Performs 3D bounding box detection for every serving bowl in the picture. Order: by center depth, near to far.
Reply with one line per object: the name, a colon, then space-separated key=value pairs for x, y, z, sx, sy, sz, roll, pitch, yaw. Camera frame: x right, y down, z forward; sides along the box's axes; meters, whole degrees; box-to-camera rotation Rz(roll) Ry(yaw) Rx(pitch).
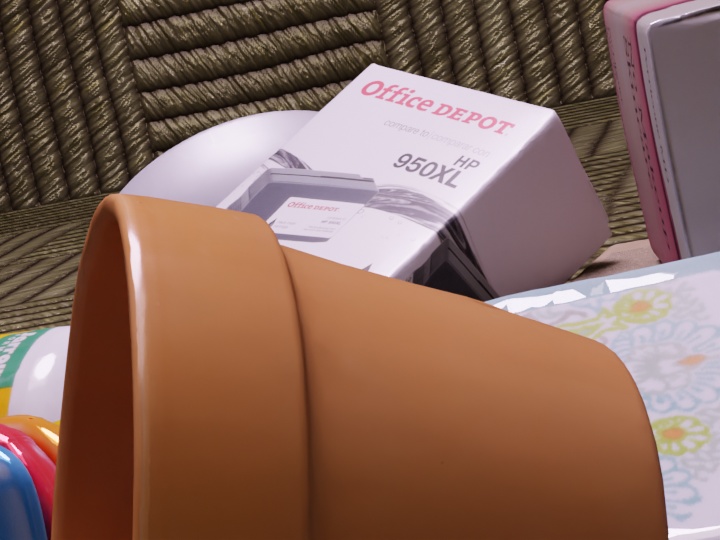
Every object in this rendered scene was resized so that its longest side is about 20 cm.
serving bowl: x=-0.047 y=0.012 z=1.269 sx=0.200 sy=0.200 sz=0.066 roll=-14 pitch=44 yaw=-15

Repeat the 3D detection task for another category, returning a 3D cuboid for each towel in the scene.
towel: x=0.125 y=0.060 z=0.854 sx=0.200 sy=0.048 sz=0.171 roll=-12 pitch=35 yaw=3

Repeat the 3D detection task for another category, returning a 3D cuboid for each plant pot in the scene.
plant pot: x=-0.005 y=0.083 z=0.622 sx=0.140 sy=0.201 sz=0.200 roll=3 pitch=5 yaw=-12

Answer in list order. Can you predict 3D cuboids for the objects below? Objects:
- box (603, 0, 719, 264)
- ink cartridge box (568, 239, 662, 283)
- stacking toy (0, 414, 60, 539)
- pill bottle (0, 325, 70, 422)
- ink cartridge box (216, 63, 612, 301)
box: x=0.176 y=-0.063 z=1.016 sx=0.109 sy=0.128 sz=0.200 roll=-12 pitch=8 yaw=3
ink cartridge box: x=0.203 y=0.021 z=1.116 sx=0.200 sy=0.075 sz=0.165 roll=-10 pitch=7 yaw=20
stacking toy: x=-0.092 y=0.095 z=0.919 sx=0.116 sy=0.110 sz=0.200 roll=-4 pitch=9 yaw=45
pill bottle: x=-0.156 y=0.085 z=1.053 sx=0.200 sy=0.113 sz=0.113 roll=-7 pitch=9 yaw=26
ink cartridge box: x=0.000 y=0.000 z=1.138 sx=0.200 sy=0.084 sz=0.144 roll=-44 pitch=38 yaw=-22
